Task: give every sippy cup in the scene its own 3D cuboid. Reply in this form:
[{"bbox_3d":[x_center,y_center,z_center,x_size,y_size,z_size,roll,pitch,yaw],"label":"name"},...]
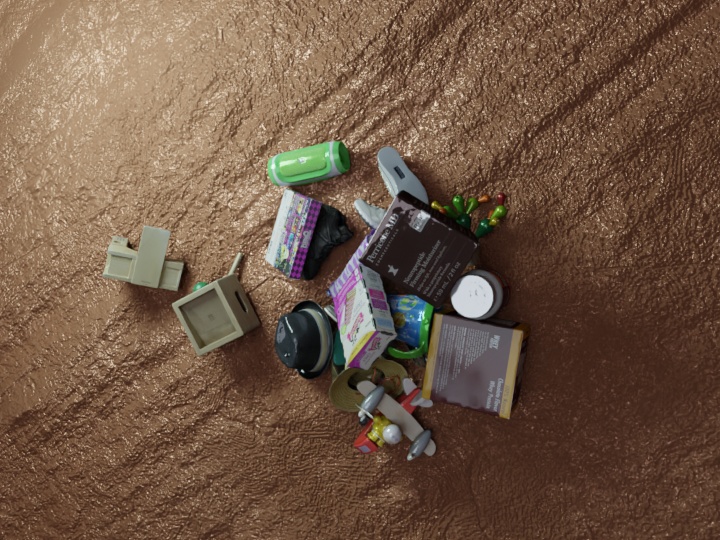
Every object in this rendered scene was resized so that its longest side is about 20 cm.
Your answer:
[{"bbox_3d":[0.113,0.113,1.501,0.130,0.178,0.140,10,108,19],"label":"sippy cup"}]

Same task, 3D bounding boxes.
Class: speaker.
[{"bbox_3d":[-0.131,-0.268,1.638,0.199,0.088,0.089,-9,88,21],"label":"speaker"}]

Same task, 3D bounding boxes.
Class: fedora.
[{"bbox_3d":[-0.155,0.174,1.620,0.200,0.091,0.201,-3,86,46],"label":"fedora"}]

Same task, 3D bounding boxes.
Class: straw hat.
[{"bbox_3d":[0.009,0.252,1.575,0.201,0.201,0.085,-41,42,17],"label":"straw hat"}]

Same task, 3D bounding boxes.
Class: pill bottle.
[{"bbox_3d":[0.265,0.051,1.429,0.109,0.200,0.110,1,92,21],"label":"pill bottle"}]

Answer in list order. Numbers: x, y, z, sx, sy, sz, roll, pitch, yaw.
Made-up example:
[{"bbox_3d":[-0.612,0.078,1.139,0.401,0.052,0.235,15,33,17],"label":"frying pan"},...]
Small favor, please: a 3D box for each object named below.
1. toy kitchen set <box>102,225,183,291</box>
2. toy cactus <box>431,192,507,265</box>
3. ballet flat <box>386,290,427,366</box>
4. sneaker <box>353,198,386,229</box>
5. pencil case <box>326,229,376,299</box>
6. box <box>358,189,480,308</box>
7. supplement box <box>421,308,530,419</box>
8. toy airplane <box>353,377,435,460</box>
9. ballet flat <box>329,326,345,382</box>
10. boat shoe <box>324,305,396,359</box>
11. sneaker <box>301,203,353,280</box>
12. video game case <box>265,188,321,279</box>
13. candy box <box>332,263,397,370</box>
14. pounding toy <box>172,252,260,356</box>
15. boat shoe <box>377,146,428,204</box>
[{"bbox_3d":[-0.603,-0.060,1.833,0.199,0.180,0.164,13,101,-20],"label":"toy kitchen set"},{"bbox_3d":[0.248,-0.094,1.499,0.199,0.102,0.165,-12,97,10],"label":"toy cactus"},{"bbox_3d":[0.112,0.141,1.573,0.067,0.046,0.200,-26,82,19],"label":"ballet flat"},{"bbox_3d":[0.073,-0.120,1.581,0.200,0.075,0.082,36,86,12],"label":"sneaker"},{"bbox_3d":[0.000,0.000,1.572,0.200,0.084,0.086,-50,39,34],"label":"pencil case"},{"bbox_3d":[0.127,-0.050,1.391,0.200,0.164,0.166,30,103,0],"label":"box"},{"bbox_3d":[0.264,0.206,1.469,0.199,0.133,0.198,10,95,21],"label":"supplement box"},{"bbox_3d":[0.086,0.355,1.535,0.199,0.141,0.200,2,108,0],"label":"toy airplane"},{"bbox_3d":[-0.051,0.242,1.634,0.071,0.071,0.201,-12,85,21],"label":"ballet flat"},{"bbox_3d":[0.001,0.140,1.595,0.200,0.067,0.057,40,87,-4],"label":"boat shoe"},{"bbox_3d":[-0.089,-0.063,1.630,0.114,0.076,0.200,18,92,26],"label":"sneaker"},{"bbox_3d":[-0.172,-0.096,1.629,0.181,0.036,0.201,29,104,59],"label":"video game case"},{"bbox_3d":[0.005,0.105,1.473,0.136,0.061,0.200,-55,36,35],"label":"candy box"},{"bbox_3d":[-0.373,0.087,1.728,0.184,0.142,0.200,-26,93,20],"label":"pounding toy"},{"bbox_3d":[0.099,-0.201,1.561,0.071,0.070,0.200,-29,75,-11],"label":"boat shoe"}]
